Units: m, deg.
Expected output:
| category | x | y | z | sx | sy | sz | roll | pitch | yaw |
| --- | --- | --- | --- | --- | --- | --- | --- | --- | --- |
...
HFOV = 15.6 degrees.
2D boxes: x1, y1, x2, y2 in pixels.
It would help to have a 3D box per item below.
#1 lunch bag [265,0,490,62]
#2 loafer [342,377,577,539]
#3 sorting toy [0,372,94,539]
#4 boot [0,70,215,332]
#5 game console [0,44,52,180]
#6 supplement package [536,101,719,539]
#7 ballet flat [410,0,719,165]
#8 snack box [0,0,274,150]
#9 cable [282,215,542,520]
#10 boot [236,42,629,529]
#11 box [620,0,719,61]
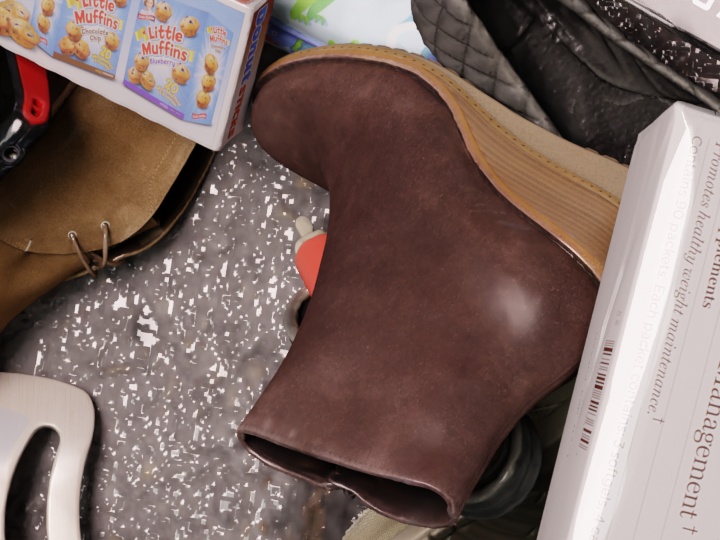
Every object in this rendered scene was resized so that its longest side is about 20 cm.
| category | x | y | z | sx | sy | sz | roll | pitch | yaw |
| --- | --- | --- | --- | --- | --- | --- | --- | --- | --- |
| lunch bag | -0.008 | -0.169 | 1.102 | 0.199 | 0.082 | 0.161 | 28 | 94 | 21 |
| loafer | 0.067 | 0.071 | 1.055 | 0.200 | 0.076 | 0.068 | -40 | 43 | 17 |
| sorting toy | -0.201 | 0.120 | 1.163 | 0.179 | 0.107 | 0.201 | -6 | 83 | 3 |
| boot | -0.131 | -0.018 | 1.136 | 0.075 | 0.074 | 0.200 | 32 | 84 | 11 |
| game console | -0.205 | -0.031 | 1.141 | 0.200 | 0.031 | 0.177 | -46 | 28 | 14 |
| supplement package | 0.170 | 0.065 | 0.872 | 0.199 | 0.147 | 0.192 | 14 | 90 | 1 |
| ballet flat | 0.101 | -0.057 | 1.024 | 0.200 | 0.057 | 0.067 | 34 | 94 | -9 |
| snack box | -0.132 | -0.122 | 1.070 | 0.199 | 0.024 | 0.072 | 26 | 127 | 12 |
| cable | 0.011 | 0.029 | 1.044 | 0.097 | 0.050 | 0.200 | -33 | 34 | 14 |
| boot | 0.000 | 0.000 | 0.996 | 0.199 | 0.073 | 0.166 | 21 | 57 | 32 |
| box | 0.166 | -0.081 | 0.954 | 0.160 | 0.200 | 0.044 | 33 | 98 | 23 |
